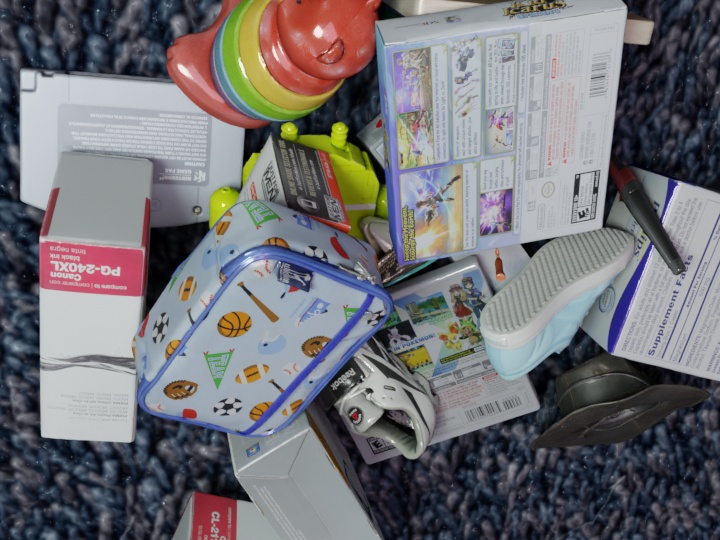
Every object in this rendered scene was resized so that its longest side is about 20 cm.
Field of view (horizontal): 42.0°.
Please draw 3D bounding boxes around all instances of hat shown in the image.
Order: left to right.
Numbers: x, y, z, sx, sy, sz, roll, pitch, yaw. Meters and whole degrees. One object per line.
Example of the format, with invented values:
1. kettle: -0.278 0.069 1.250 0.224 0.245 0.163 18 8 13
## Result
1. hat: 0.265 0.129 1.007 0.197 0.082 0.201 -14 155 -6

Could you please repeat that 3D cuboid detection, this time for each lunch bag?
1. lunch bag: -0.072 0.044 0.727 0.159 0.076 0.200 23 123 -35

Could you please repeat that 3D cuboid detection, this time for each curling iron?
1. curling iron: 0.250 -0.077 0.911 0.049 0.026 0.201 -30 70 -7

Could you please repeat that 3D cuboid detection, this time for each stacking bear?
1. stacking bear: -0.056 -0.182 0.755 0.122 0.199 0.114 -48 112 -21

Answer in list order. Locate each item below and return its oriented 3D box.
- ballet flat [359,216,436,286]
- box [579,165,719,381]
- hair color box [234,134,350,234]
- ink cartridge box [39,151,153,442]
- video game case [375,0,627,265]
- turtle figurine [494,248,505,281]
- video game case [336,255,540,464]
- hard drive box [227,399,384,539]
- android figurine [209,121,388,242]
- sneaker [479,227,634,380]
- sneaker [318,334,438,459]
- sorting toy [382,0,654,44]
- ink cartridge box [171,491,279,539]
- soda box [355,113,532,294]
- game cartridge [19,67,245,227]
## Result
1. ballet flat: 0.000 0.000 0.848 0.199 0.068 0.076 -38 101 -3
2. box: 0.351 0.007 0.982 0.197 0.105 0.187 14 104 -18
3. hair color box: -0.086 -0.001 0.802 0.060 0.102 0.201 13 128 -27
4. ink cartridge box: -0.225 0.024 0.802 0.082 0.146 0.203 4 122 -14
5. video game case: 0.107 -0.108 0.735 0.178 0.046 0.202 -10 130 -6
6. turtle figurine: 0.134 -0.098 0.862 0.064 0.201 0.162 -20 116 40
7. video game case: 0.059 0.096 0.946 0.197 0.022 0.184 -20 115 15
8. hard drive box: -0.060 0.178 0.885 0.076 0.200 0.157 -30 113 -3
9. android figurine: -0.050 -0.048 0.866 0.179 0.041 0.202 -4 131 -13
10. sneaker: 0.190 0.031 0.908 0.199 0.074 0.083 -32 132 -23
11. sneaker: -0.004 0.105 0.895 0.199 0.089 0.074 36 117 -13
12. sorting toy: 0.113 -0.205 0.808 0.196 0.199 0.071 1 113 -14
13. ink cartridge box: -0.099 0.319 0.961 0.197 0.083 0.147 15 124 -17
14. soda box: 0.082 -0.069 0.912 0.063 0.068 0.201 -39 112 2
15. game cartridge: -0.204 -0.107 0.849 0.196 0.040 0.136 3 103 -14
